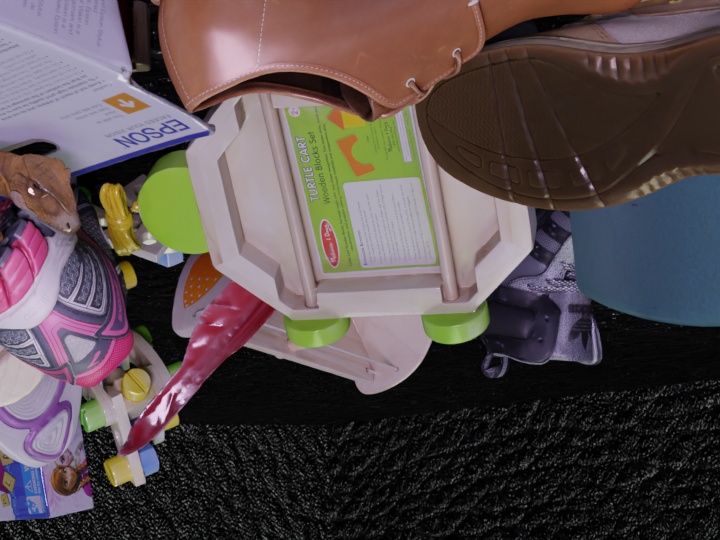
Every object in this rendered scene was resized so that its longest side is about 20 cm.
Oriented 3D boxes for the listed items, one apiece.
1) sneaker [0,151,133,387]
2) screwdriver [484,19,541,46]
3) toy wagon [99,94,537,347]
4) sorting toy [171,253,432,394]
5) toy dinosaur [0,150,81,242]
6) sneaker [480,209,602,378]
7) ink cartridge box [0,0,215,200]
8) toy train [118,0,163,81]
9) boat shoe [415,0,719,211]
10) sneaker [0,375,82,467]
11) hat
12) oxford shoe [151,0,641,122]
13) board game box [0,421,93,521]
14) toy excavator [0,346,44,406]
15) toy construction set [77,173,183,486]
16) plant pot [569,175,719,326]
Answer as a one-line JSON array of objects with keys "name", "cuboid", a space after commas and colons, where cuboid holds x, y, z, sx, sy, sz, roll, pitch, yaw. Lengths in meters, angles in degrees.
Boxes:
[{"name": "sneaker", "cuboid": [-0.148, 0.004, 0.850, 0.075, 0.081, 0.200, 43, -174, -16]}, {"name": "screwdriver", "cuboid": [0.091, -0.098, 0.835, 0.029, 0.028, 0.199, -53, 151, 18]}, {"name": "toy wagon", "cuboid": [-0.022, -0.038, 0.841, 0.198, 0.157, 0.040, -2, -147, 14]}, {"name": "sorting toy", "cuboid": [0.004, -0.009, 1.204, 0.179, 0.108, 0.199, -22, 153, 32]}, {"name": "toy dinosaur", "cuboid": [-0.207, -0.030, 0.725, 0.197, 0.061, 0.107, 0, 139, -3]}, {"name": "sneaker", "cuboid": [0.133, -0.007, 1.088, 0.075, 0.115, 0.199, 4, 155, -43]}, {"name": "ink cartridge box", "cuboid": [-0.187, -0.081, 0.689, 0.198, 0.041, 0.199, -12, 156, 41]}, {"name": "toy train", "cuboid": [-0.112, -0.096, 0.761, 0.197, 0.035, 0.046, -2, 159, 2]}, {"name": "boat shoe", "cuboid": [0.116, -0.071, 0.728, 0.198, 0.075, 0.066, -1, -154, 35]}, {"name": "sneaker", "cuboid": [-0.232, 0.024, 1.087, 0.075, 0.201, 0.099, -35, -165, -27]}, {"name": "hat", "cuboid": [0.000, 0.000, 0.938, 0.199, 0.178, 0.165, -10, 169, 40]}, {"name": "oxford shoe", "cuboid": [0.021, -0.093, 0.687, 0.198, 0.072, 0.071, -8, 171, -11]}, {"name": "board game box", "cuboid": [-0.271, 0.070, 1.240, 0.198, 0.203, 0.041, -12, 178, 43]}, {"name": "toy excavator", "cuboid": [-0.285, 0.010, 0.974, 0.198, 0.196, 0.100, -18, -150, 1]}, {"name": "toy construction set", "cuboid": [-0.150, 0.021, 1.116, 0.091, 0.131, 0.201, -10, 133, -31]}, {"name": "plant pot", "cuboid": [0.189, -0.044, 0.841, 0.140, 0.143, 0.199, -4, 177, -30]}]
